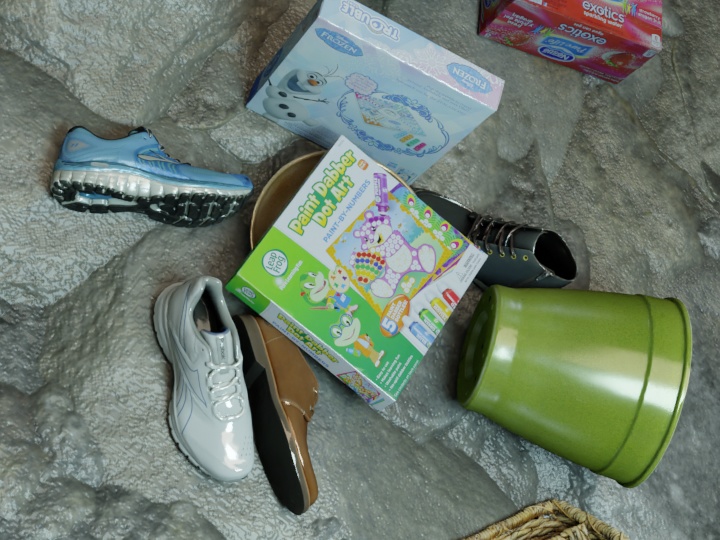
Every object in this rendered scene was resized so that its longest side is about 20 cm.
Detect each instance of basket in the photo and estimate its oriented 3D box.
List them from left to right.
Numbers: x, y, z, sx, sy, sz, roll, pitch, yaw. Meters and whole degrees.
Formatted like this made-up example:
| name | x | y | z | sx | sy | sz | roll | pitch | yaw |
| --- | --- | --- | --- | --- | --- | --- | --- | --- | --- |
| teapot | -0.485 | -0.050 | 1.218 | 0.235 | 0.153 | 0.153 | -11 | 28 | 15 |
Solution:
| name | x | y | z | sx | sy | sz | roll | pitch | yaw |
| --- | --- | --- | --- | --- | --- | --- | --- | --- | --- |
| basket | 0.178 | 0.308 | 1.342 | 0.199 | 0.143 | 0.149 | -16 | 80 | -30 |

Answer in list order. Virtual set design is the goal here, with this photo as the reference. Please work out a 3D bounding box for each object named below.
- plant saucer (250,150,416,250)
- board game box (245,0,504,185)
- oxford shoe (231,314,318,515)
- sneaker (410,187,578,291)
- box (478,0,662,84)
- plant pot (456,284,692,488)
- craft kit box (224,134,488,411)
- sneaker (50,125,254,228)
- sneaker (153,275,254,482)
| name | x | y | z | sx | sy | sz | roll | pitch | yaw |
| --- | --- | --- | --- | --- | --- | --- | --- | --- | --- |
| plant saucer | -0.021 | -0.023 | 1.423 | 0.199 | 0.035 | 0.201 | 6 | 73 | -20 |
| board game box | 0.010 | -0.178 | 1.408 | 0.199 | 0.199 | 0.044 | 26 | 62 | -16 |
| oxford shoe | -0.066 | 0.132 | 1.334 | 0.071 | 0.071 | 0.201 | -6 | 73 | -31 |
| sneaker | 0.134 | -0.039 | 1.468 | 0.200 | 0.106 | 0.075 | 33 | 61 | -8 |
| box | 0.247 | -0.306 | 1.628 | 0.199 | 0.095 | 0.100 | 15 | 66 | -20 |
| plant pot | 0.206 | 0.099 | 1.420 | 0.192 | 0.200 | 0.201 | 16 | 65 | -7 |
| craft kit box | 0.000 | 0.000 | 1.373 | 0.197 | 0.049 | 0.200 | 37 | 60 | -5 |
| sneaker | -0.197 | -0.101 | 1.352 | 0.199 | 0.078 | 0.090 | 9 | 65 | -23 |
| sneaker | -0.141 | 0.099 | 1.299 | 0.074 | 0.087 | 0.201 | -12 | 78 | -31 |
